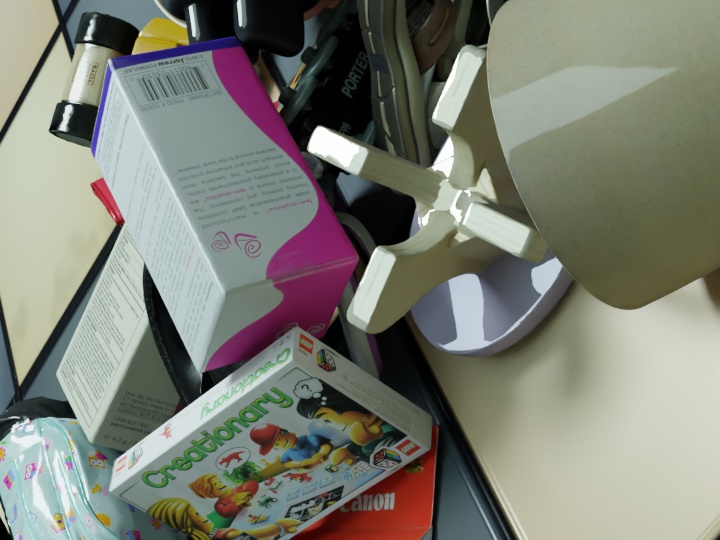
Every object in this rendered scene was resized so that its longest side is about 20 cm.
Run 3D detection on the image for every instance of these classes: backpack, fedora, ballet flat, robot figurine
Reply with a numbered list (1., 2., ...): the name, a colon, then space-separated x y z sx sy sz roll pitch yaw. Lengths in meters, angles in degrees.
1. backpack: -0.229 0.207 1.316 0.127 0.167 0.200 -49 45 24
2. fedora: -0.084 0.056 1.186 0.201 0.092 0.201 44 148 37
3. ballet flat: 0.065 -0.149 1.136 0.064 0.067 0.200 11 86 31
4. robot figurine: -0.089 -0.253 1.154 0.125 0.150 0.200 130 134 -78

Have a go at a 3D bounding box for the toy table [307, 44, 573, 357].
1. toy table: 0.067 -0.046 0.996 0.184 0.117 0.200 15 91 37

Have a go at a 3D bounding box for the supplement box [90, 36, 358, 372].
1. supplement box: -0.097 -0.047 1.074 0.200 0.101 0.103 61 150 27

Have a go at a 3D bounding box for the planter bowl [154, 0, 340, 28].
1. planter bowl: -0.071 -0.286 1.309 0.200 0.135 0.200 -4 84 41

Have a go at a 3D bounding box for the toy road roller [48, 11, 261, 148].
1. toy road roller: -0.180 -0.158 1.475 0.200 0.146 0.123 11 83 20

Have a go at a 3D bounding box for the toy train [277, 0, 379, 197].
1. toy train: -0.026 -0.121 1.192 0.114 0.085 0.200 -47 16 43

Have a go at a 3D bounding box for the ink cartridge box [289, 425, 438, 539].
1. ink cartridge box: -0.018 0.208 1.096 0.160 0.047 0.200 -14 65 52

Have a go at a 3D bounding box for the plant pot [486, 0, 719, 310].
1. plant pot: 0.201 -0.096 0.825 0.200 0.187 0.187 -21 57 34

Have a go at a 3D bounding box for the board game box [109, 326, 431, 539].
1. board game box: -0.064 0.127 1.094 0.200 0.126 0.035 -37 31 32

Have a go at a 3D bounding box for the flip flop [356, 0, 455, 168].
1. flip flop: 0.037 -0.158 1.068 0.081 0.058 0.200 -133 34 -70

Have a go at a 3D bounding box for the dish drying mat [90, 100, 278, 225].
1. dish drying mat: -0.121 -0.094 1.299 0.077 0.200 0.018 43 155 57

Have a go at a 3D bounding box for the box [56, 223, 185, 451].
1. box: -0.157 0.044 1.324 0.200 0.109 0.128 -63 32 13

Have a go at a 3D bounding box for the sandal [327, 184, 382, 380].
1. sandal: -0.002 -0.005 1.168 0.050 0.082 0.203 -17 47 1
